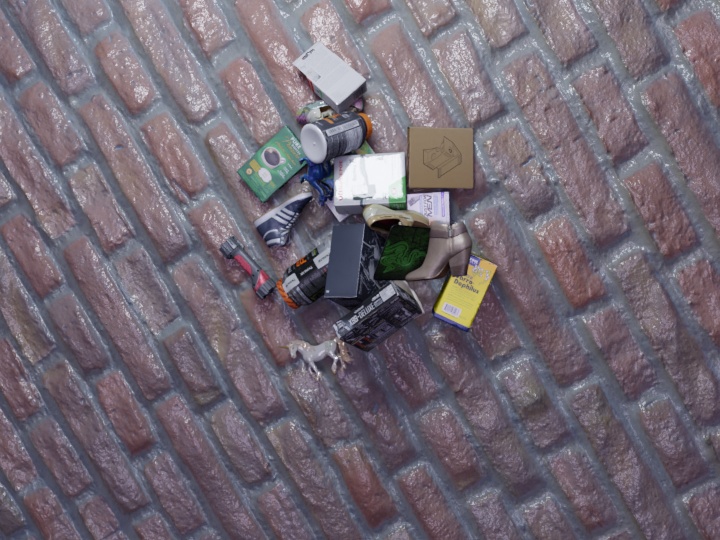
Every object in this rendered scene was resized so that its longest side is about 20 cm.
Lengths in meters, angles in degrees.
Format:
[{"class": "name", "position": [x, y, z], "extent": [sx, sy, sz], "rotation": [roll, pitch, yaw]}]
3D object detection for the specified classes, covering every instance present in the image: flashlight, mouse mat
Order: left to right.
[{"class": "flashlight", "position": [-0.333, -0.006, 1.777], "extent": [0.200, 0.068, 0.068], "rotation": [45, 128, 1]}, {"class": "mouse mat", "position": [0.127, -0.044, 1.635], "extent": [0.008, 0.198, 0.163], "rotation": [37, 115, 41]}]

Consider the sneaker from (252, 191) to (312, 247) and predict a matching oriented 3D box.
[{"class": "sneaker", "position": [-0.205, -0.141, 1.743], "extent": [0.198, 0.070, 0.110], "rotation": [-28, 88, 15]}]

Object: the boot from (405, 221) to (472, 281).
[{"class": "boot", "position": [0.206, -0.051, 1.630], "extent": [0.197, 0.070, 0.149], "rotation": [-7, 89, 22]}]

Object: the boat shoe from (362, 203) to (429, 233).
[{"class": "boat shoe", "position": [0.099, -0.121, 1.620], "extent": [0.197, 0.067, 0.074], "rotation": [8, 136, -22]}]

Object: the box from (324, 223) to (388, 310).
[{"class": "box", "position": [0.000, 0.000, 1.641], "extent": [0.103, 0.182, 0.203], "rotation": [-3, 72, 30]}]

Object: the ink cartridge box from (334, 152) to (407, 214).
[{"class": "ink cartridge box", "position": [0.027, -0.236, 1.650], "extent": [0.197, 0.083, 0.149], "rotation": [-3, 78, 7]}]

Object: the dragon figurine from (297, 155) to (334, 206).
[{"class": "dragon figurine", "position": [-0.116, -0.283, 1.671], "extent": [0.098, 0.059, 0.203], "rotation": [11, 112, 24]}]

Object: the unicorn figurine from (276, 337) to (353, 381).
[{"class": "unicorn figurine", "position": [-0.130, 0.254, 1.787], "extent": [0.197, 0.074, 0.139], "rotation": [-20, 85, -6]}]

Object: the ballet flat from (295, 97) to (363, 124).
[{"class": "ballet flat", "position": [-0.087, -0.441, 1.694], "extent": [0.197, 0.072, 0.070], "rotation": [-13, 140, 5]}]

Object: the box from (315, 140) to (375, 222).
[{"class": "box", "position": [-0.023, -0.255, 1.730], "extent": [0.199, 0.036, 0.145], "rotation": [-38, 91, 7]}]

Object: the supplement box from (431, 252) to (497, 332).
[{"class": "supplement box", "position": [0.289, 0.052, 1.694], "extent": [0.108, 0.109, 0.202], "rotation": [23, 98, 2]}]

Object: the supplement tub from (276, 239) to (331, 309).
[{"class": "supplement tub", "position": [-0.134, 0.016, 1.728], "extent": [0.199, 0.123, 0.123], "rotation": [-35, 92, 8]}]

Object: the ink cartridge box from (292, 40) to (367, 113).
[{"class": "ink cartridge box", "position": [-0.086, -0.535, 1.675], "extent": [0.109, 0.050, 0.200], "rotation": [-42, 70, -10]}]

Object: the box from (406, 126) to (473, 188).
[{"class": "box", "position": [0.220, -0.309, 1.663], "extent": [0.197, 0.021, 0.166], "rotation": [-2, 96, -19]}]

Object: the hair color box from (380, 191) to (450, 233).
[{"class": "hair color box", "position": [0.153, -0.163, 1.709], "extent": [0.197, 0.065, 0.111], "rotation": [-3, 97, 8]}]

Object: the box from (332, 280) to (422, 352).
[{"class": "box", "position": [0.048, 0.127, 1.598], "extent": [0.199, 0.157, 0.050], "rotation": [-38, 56, 14]}]

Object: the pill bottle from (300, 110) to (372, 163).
[{"class": "pill bottle", "position": [-0.057, -0.364, 1.623], "extent": [0.105, 0.199, 0.108], "rotation": [26, 130, 36]}]

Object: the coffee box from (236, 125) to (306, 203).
[{"class": "coffee box", "position": [-0.244, -0.304, 1.743], "extent": [0.200, 0.044, 0.123], "rotation": [-42, 92, 9]}]

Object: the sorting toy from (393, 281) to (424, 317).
[{"class": "sorting toy", "position": [0.069, 0.077, 1.732], "extent": [0.198, 0.107, 0.182], "rotation": [-25, 82, 15]}]
